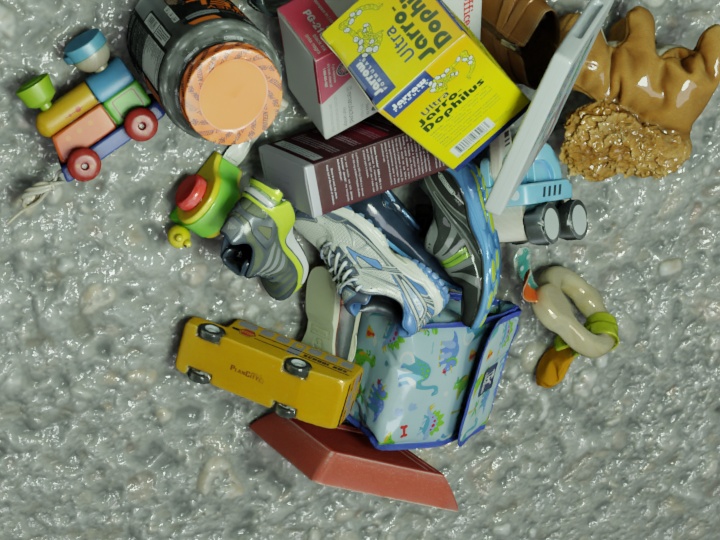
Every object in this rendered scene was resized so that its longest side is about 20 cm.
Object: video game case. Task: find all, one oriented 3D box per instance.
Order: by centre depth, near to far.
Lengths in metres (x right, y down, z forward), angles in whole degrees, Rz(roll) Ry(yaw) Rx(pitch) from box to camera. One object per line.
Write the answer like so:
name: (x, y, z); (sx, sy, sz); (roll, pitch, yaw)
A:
video game case: (0.196, -0.176, 1.532); (0.024, 0.182, 0.200); (28, 130, 6)

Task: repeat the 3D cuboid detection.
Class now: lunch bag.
lunch bag: (0.093, 0.117, 1.787); (0.200, 0.127, 0.171); (1, 114, -36)

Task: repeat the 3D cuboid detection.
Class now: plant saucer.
plant saucer: (-0.006, 0.217, 1.751); (0.199, 0.200, 0.037); (16, 96, -29)

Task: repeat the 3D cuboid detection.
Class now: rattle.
rattle: (0.210, 0.060, 1.815); (0.143, 0.131, 0.200); (-22, 156, 38)

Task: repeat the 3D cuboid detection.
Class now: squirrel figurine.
squirrel figurine: (0.285, -0.198, 1.674); (0.186, 0.141, 0.201); (10, 91, -19)

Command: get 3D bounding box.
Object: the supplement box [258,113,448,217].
supplement box: (0.005, -0.125, 1.600); (0.200, 0.109, 0.061); (-22, 116, -24)

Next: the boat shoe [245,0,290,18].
boat shoe: (-0.023, -0.307, 1.546); (0.200, 0.060, 0.076); (-24, 123, -10)

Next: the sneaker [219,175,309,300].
sneaker: (-0.112, -0.021, 1.615); (0.081, 0.074, 0.200); (-45, 153, -18)

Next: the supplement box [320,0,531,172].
supplement box: (0.069, -0.195, 1.459); (0.109, 0.109, 0.200); (-41, 154, 11)

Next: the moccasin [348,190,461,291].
moccasin: (0.067, -0.045, 1.711); (0.200, 0.080, 0.068); (35, 95, -34)

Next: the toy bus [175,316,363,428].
toy bus: (-0.104, 0.110, 1.686); (0.199, 0.078, 0.065); (21, 112, 11)

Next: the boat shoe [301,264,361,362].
boat shoe: (-0.033, 0.081, 1.742); (0.062, 0.071, 0.201); (-15, 121, -45)

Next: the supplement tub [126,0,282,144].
supplement tub: (-0.151, -0.203, 1.463); (0.122, 0.200, 0.123); (-10, 120, -18)

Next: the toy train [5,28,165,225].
toy train: (-0.308, -0.145, 1.504); (0.200, 0.085, 0.116); (-35, 113, -2)

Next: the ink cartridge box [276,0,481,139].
ink cartridge box: (0.024, -0.247, 1.542); (0.200, 0.084, 0.145); (-30, 155, -12)

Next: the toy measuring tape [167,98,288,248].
toy measuring tape: (-0.139, -0.100, 1.601); (0.074, 0.074, 0.200); (35, 99, -33)

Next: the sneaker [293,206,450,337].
sneaker: (0.000, 0.000, 1.654); (0.200, 0.077, 0.085); (35, 65, 4)

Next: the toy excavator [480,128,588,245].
toy excavator: (0.165, -0.125, 1.694); (0.194, 0.100, 0.201); (-9, 93, -54)

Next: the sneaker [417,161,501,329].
sneaker: (0.109, -0.029, 1.667); (0.082, 0.071, 0.200); (-5, 116, 19)

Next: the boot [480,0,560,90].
boot: (0.160, -0.298, 1.571); (0.073, 0.155, 0.201); (-16, 121, -15)
